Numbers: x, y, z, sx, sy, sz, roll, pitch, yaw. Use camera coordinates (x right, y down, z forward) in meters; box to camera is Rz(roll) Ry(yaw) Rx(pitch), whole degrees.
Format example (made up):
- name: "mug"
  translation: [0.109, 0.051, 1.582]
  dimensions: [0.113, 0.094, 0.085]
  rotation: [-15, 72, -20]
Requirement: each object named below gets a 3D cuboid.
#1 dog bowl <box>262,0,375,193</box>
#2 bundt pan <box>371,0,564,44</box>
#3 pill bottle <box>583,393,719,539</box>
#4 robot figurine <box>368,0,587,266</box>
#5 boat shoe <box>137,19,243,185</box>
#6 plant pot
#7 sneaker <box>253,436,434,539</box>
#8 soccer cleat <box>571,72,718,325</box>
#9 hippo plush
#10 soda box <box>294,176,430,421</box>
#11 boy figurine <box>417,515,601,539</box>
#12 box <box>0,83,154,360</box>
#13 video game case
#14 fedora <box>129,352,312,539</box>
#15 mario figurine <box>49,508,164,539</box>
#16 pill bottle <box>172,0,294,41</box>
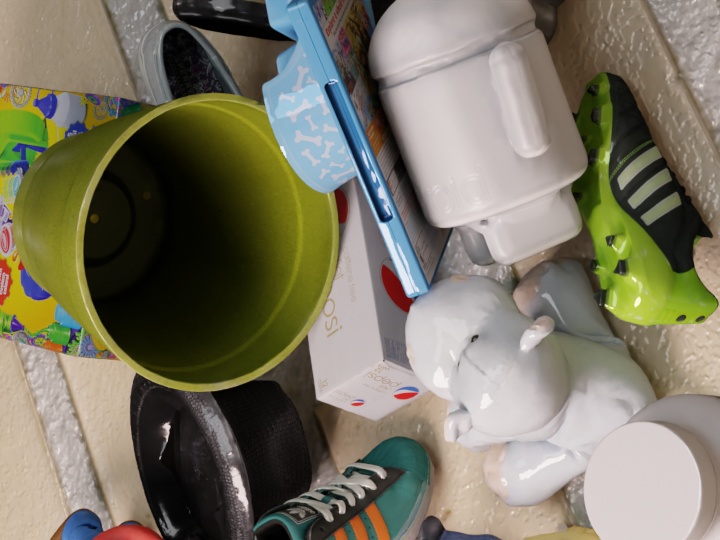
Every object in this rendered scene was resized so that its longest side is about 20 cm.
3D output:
- name: "dog bowl"
  translation: [-0.027, -0.155, 1.399]
  dimensions: [0.049, 0.111, 0.200]
  rotation: [-18, 73, 23]
- name: "bundt pan"
  translation: [0.066, -0.208, 1.443]
  dimensions: [0.202, 0.076, 0.202]
  rotation: [-5, 82, 38]
- name: "pill bottle"
  translation: [0.217, 0.130, 1.198]
  dimensions: [0.112, 0.200, 0.113]
  rotation: [-5, 82, 39]
- name: "robot figurine"
  translation: [0.075, -0.105, 1.316]
  dimensions: [0.170, 0.113, 0.200]
  rotation: [-7, 105, 68]
- name: "boat shoe"
  translation: [-0.108, -0.095, 1.531]
  dimensions: [0.201, 0.070, 0.072]
  rotation: [64, 170, -6]
- name: "plant pot"
  translation: [-0.150, -0.028, 1.447]
  dimensions: [0.193, 0.200, 0.201]
  rotation: [11, 92, 57]
- name: "sneaker"
  translation: [-0.022, 0.180, 1.409]
  dimensions: [0.071, 0.080, 0.200]
  rotation: [5, 48, 44]
- name: "soccer cleat"
  translation: [0.183, -0.045, 1.340]
  dimensions: [0.068, 0.081, 0.200]
  rotation: [123, 150, -45]
- name: "hippo plush"
  translation: [0.099, 0.084, 1.327]
  dimensions: [0.200, 0.161, 0.159]
  rotation: [48, 114, 33]
- name: "soda box"
  translation: [0.000, 0.000, 1.454]
  dimensions: [0.068, 0.064, 0.200]
  rotation: [-32, 51, 33]
- name: "boy figurine"
  translation: [0.129, 0.206, 1.331]
  dimensions: [0.200, 0.124, 0.065]
  rotation: [7, 120, 19]
- name: "box"
  translation: [-0.228, -0.039, 1.639]
  dimensions: [0.192, 0.122, 0.200]
  rotation: [9, 91, 41]
- name: "video game case"
  translation: [0.010, -0.095, 1.331]
  dimensions: [0.018, 0.143, 0.200]
  rotation: [-19, 104, 15]
- name: "fedora"
  translation: [-0.094, 0.139, 1.503]
  dimensions: [0.201, 0.091, 0.201]
  rotation: [41, 141, 44]
- name: "mario figurine"
  translation: [-0.194, 0.240, 1.533]
  dimensions: [0.200, 0.123, 0.106]
  rotation: [-164, 55, -79]
- name: "pill bottle"
  translation: [-0.075, -0.280, 1.546]
  dimensions: [0.112, 0.112, 0.200]
  rotation: [9, 91, 40]
